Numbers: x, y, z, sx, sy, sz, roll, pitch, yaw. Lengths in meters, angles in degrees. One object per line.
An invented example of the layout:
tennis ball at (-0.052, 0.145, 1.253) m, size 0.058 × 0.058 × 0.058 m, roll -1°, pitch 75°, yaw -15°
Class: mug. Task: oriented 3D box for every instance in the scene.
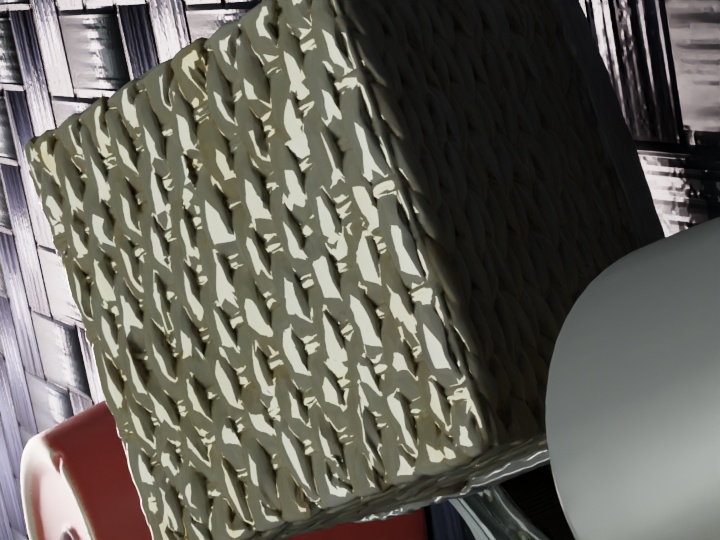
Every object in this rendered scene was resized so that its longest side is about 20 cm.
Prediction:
mug at (0.173, 0.040, 0.610) m, size 0.153 × 0.185 × 0.151 m, roll -38°, pitch 37°, yaw 55°

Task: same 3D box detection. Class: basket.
basket at (0.000, 0.000, 0.811) m, size 0.197 × 0.160 × 0.202 m, roll -24°, pitch 82°, yaw 38°

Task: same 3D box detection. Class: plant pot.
plant pot at (-0.084, 0.136, 1.131) m, size 0.200 × 0.176 × 0.202 m, roll 43°, pitch 140°, yaw 49°

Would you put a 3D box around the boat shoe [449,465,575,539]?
boat shoe at (0.068, 0.078, 0.914) m, size 0.201 × 0.072 × 0.071 m, roll 55°, pitch 142°, yaw 17°
